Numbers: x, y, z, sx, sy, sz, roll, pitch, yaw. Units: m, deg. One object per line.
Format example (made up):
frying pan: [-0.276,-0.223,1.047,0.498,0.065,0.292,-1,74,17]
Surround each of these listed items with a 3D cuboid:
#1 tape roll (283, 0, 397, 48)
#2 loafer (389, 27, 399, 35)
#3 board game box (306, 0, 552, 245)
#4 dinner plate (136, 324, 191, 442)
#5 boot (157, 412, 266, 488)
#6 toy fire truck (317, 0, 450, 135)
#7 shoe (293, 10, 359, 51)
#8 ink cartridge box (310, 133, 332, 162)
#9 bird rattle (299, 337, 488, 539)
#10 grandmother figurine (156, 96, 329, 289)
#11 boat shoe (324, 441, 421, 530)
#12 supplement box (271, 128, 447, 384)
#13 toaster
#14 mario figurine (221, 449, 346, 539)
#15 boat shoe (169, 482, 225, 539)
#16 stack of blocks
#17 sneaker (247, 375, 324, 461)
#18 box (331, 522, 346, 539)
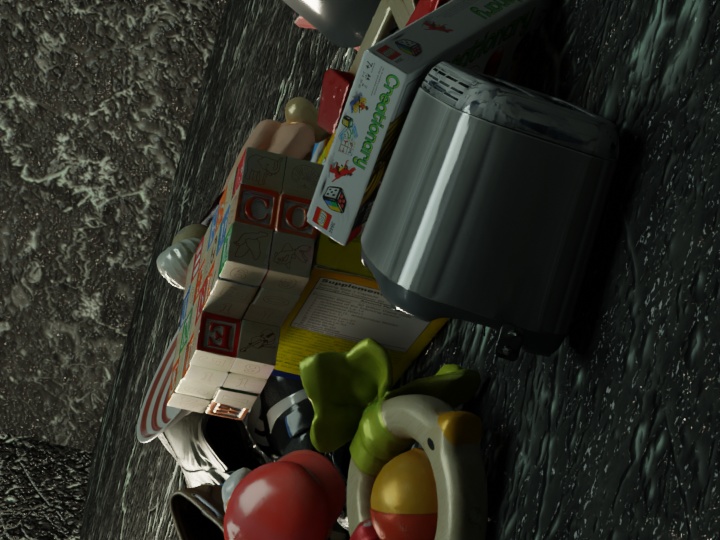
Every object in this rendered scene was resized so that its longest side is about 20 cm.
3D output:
tape roll: [0.021,-0.275,1.483,0.200,0.066,0.201,-39,29,26]
loafer: [0.043,-0.171,1.456,0.201,0.062,0.072,-96,22,-59]
board game box: [0.047,-0.108,1.176,0.200,0.034,0.127,-37,-26,-50]
dinner plate: [-0.120,0.054,1.513,0.201,0.024,0.201,-53,14,19]
boot: [-0.101,0.184,1.579,0.068,0.201,0.130,-41,28,-15]
toy fire truck: [0.045,-0.180,1.348,0.141,0.048,0.202,30,107,53]
shoe: [-0.010,-0.234,1.725,0.200,0.090,0.072,-121,45,-74]
ink cartridge box: [0.003,-0.079,1.537,0.200,0.067,0.116,-151,75,-79]
bird rattle: [0.018,0.145,1.138,0.163,0.112,0.202,0,79,62]
grandmother figurine: [-0.099,-0.052,1.497,0.200,0.060,0.122,-54,-7,-43]
boat shoe: [0.004,0.133,1.314,0.200,0.056,0.069,126,155,-63]
supplement box: [0.000,0.000,1.356,0.200,0.108,0.110,125,155,-62]
toaster: [0.071,-0.037,1.035,0.200,0.113,0.130,-117,44,-77]
mario figurine: [-0.036,0.175,1.305,0.200,0.122,0.107,90,176,-64]
boat shoe: [-0.096,0.245,1.436,0.073,0.072,0.200,-58,42,23]
stack of blocks: [-0.082,0.014,1.313,0.200,0.058,0.116,123,156,-61]
sneaker: [-0.042,0.145,1.501,0.200,0.072,0.113,85,164,-62]
box: [-0.057,0.286,1.500,0.121,0.032,0.202,-138,64,-78]
